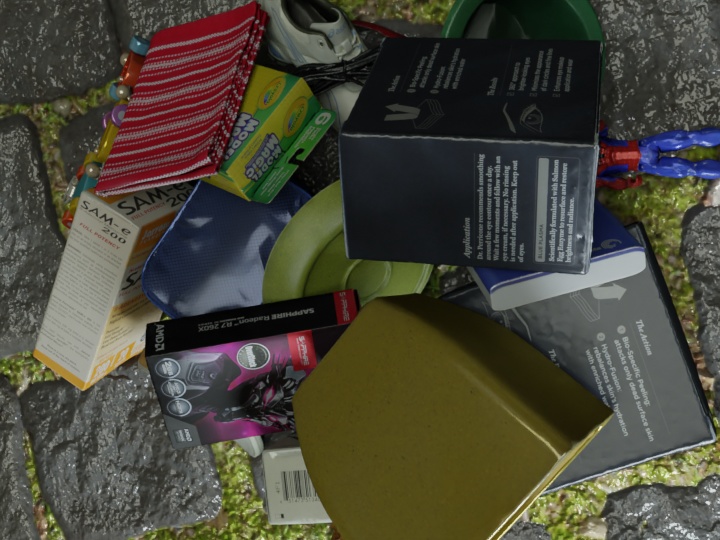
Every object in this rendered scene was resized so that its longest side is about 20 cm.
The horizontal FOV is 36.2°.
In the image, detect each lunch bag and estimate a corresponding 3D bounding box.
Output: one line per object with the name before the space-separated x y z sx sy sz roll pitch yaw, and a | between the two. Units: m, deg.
lunch bag | -0.116 -0.007 1.103 0.135 0.132 0.201 36 93 13

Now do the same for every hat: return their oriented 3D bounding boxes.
hat | 0.119 -0.223 1.086 0.166 0.176 0.200 -47 112 -1

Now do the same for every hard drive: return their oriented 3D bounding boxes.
hard drive | 0.145 -0.039 0.956 0.130 0.201 0.026 -15 119 -5

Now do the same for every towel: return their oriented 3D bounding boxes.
towel | -0.167 -0.162 1.030 0.142 0.023 0.203 -8 52 29

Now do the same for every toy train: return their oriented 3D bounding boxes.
toy train | -0.252 -0.135 1.154 0.055 0.151 0.202 21 109 -20

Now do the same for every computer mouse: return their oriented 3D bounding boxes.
computer mouse | -0.002 -0.112 1.068 0.138 0.046 0.203 -4 122 19

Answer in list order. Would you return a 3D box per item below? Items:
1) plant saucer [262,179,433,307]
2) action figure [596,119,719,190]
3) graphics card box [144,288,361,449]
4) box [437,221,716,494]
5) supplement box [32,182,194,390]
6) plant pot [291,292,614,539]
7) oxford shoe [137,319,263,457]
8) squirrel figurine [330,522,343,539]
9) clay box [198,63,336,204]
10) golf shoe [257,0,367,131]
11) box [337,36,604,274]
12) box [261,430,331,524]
plant saucer | 0.000 0.000 1.046 0.201 0.199 0.031 -54 47 11
action figure | 0.272 -0.109 1.013 0.196 0.099 0.067 -1 92 18
graphics card box | -0.091 0.092 1.017 0.196 0.051 0.127 -8 130 -2
box | 0.200 0.082 1.023 0.197 0.117 0.200 -20 88 16
supplement box | -0.245 0.005 1.119 0.073 0.126 0.202 31 118 12
plant pot | 0.059 0.128 0.906 0.200 0.195 0.195 44 106 15
oxford shoe | -0.162 0.130 1.113 0.058 0.201 0.075 -46 42 -15
squirrel figurine | 0.046 0.317 1.098 0.197 0.141 0.190 10 107 28
clay box | -0.123 -0.139 1.032 0.198 0.048 0.116 23 70 43
golf shoe | -0.024 -0.204 1.070 0.200 0.097 0.079 42 70 -2
box | 0.098 -0.102 0.910 0.196 0.198 0.119 4 124 12
box | -0.023 0.182 1.055 0.081 0.200 0.070 -6 92 14
